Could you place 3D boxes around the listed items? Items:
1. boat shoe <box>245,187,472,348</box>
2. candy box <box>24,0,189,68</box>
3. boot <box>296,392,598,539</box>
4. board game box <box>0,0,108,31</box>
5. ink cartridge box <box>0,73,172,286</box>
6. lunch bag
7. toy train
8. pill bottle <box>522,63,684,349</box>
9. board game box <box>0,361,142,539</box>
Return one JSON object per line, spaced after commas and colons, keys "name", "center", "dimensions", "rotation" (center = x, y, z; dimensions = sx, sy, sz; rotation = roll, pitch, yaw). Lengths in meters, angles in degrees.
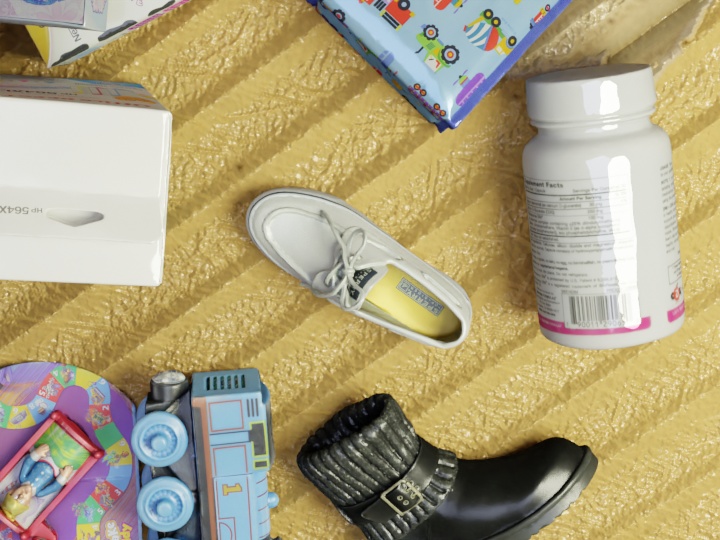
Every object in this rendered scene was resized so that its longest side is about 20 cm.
{"name": "boat shoe", "center": [-0.002, 0.004, 1.077], "dimensions": [0.201, 0.086, 0.075], "rotation": [33, 101, -6]}
{"name": "candy box", "center": [-0.176, -0.258, 1.036], "dimensions": [0.199, 0.061, 0.137], "rotation": [-26, 99, 8]}
{"name": "boot", "center": [0.069, 0.156, 1.112], "dimensions": [0.211, 0.079, 0.158], "rotation": [-32, 100, 9]}
{"name": "board game box", "center": [-0.271, -0.279, 0.983], "dimensions": [0.199, 0.041, 0.201], "rotation": [8, 96, 14]}
{"name": "ink cartridge box", "center": [-0.210, -0.068, 0.995], "dimensions": [0.128, 0.200, 0.126], "rotation": [2, 102, -17]}
{"name": "lunch bag", "center": [0.080, -0.228, 1.031], "dimensions": [0.151, 0.094, 0.200], "rotation": [44, 91, -5]}
{"name": "toy train", "center": [-0.124, 0.176, 1.122], "dimensions": [0.114, 0.087, 0.201], "rotation": [-4, 102, -3]}
{"name": "pill bottle", "center": [0.183, -0.051, 1.046], "dimensions": [0.113, 0.113, 0.201], "rotation": [-7, 102, 3]}
{"name": "board game box", "center": [-0.259, 0.175, 1.116], "dimensions": [0.157, 0.039, 0.201], "rotation": [-3, 87, -6]}
